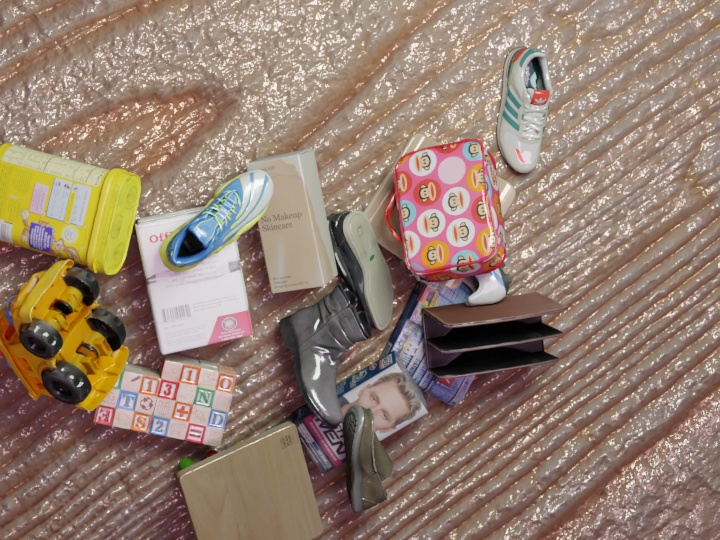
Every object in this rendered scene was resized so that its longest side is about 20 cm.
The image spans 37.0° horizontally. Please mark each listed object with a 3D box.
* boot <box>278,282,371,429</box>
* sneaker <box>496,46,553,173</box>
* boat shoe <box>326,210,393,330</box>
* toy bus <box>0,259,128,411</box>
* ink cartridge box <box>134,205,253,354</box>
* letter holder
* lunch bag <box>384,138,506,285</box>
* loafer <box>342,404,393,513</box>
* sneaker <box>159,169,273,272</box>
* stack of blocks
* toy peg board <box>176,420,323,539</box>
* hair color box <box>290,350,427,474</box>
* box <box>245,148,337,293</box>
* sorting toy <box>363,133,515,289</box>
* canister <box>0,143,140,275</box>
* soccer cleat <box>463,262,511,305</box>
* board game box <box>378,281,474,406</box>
[{"bbox_3d":[-0.038,0.127,1.641,0.131,0.070,0.202,-29,70,14],"label":"boot"},{"bbox_3d":[0.264,-0.254,1.699,0.069,0.093,0.203,0,97,-12],"label":"sneaker"},{"bbox_3d":[0.000,0.000,1.699,0.072,0.067,0.202,-40,118,-44],"label":"boat shoe"},{"bbox_3d":[-0.458,0.090,1.543,0.190,0.136,0.201,2,132,27],"label":"toy bus"},{"bbox_3d":[-0.252,0.008,1.627,0.144,0.085,0.203,-11,100,-10],"label":"ink cartridge box"},{"bbox_3d":[0.210,0.105,1.647,0.197,0.142,0.102,-8,98,-12],"label":"letter holder"},{"bbox_3d":[0.122,-0.086,1.609,0.174,0.082,0.203,-11,73,19],"label":"lunch bag"},{"bbox_3d":[0.013,0.285,1.654,0.069,0.076,0.202,-7,127,-10],"label":"loafer"},{"bbox_3d":[-0.199,-0.066,1.534,0.200,0.105,0.076,-43,103,-4],"label":"sneaker"},{"bbox_3d":[-0.300,0.190,1.654,0.198,0.059,0.117,13,95,-13],"label":"stack of blocks"},{"bbox_3d":[-0.185,0.352,1.686,0.197,0.098,0.202,-22,111,-24],"label":"toy peg board"},{"bbox_3d":[-0.002,0.224,1.699,0.199,0.061,0.101,-32,104,8],"label":"hair color box"},{"bbox_3d":[-0.104,-0.076,1.637,0.094,0.078,0.203,-9,100,16],"label":"box"},{"bbox_3d":[0.118,-0.093,1.678,0.199,0.036,0.186,33,90,25],"label":"sorting toy"},{"bbox_3d":[-0.432,-0.091,1.545,0.198,0.087,0.150,15,95,8],"label":"canister"},{"bbox_3d":[0.165,-0.038,1.683,0.085,0.070,0.202,-19,68,-7],"label":"soccer cleat"},{"bbox_3d":[0.157,0.115,1.742,0.198,0.062,0.202,26,91,-13],"label":"board game box"}]
